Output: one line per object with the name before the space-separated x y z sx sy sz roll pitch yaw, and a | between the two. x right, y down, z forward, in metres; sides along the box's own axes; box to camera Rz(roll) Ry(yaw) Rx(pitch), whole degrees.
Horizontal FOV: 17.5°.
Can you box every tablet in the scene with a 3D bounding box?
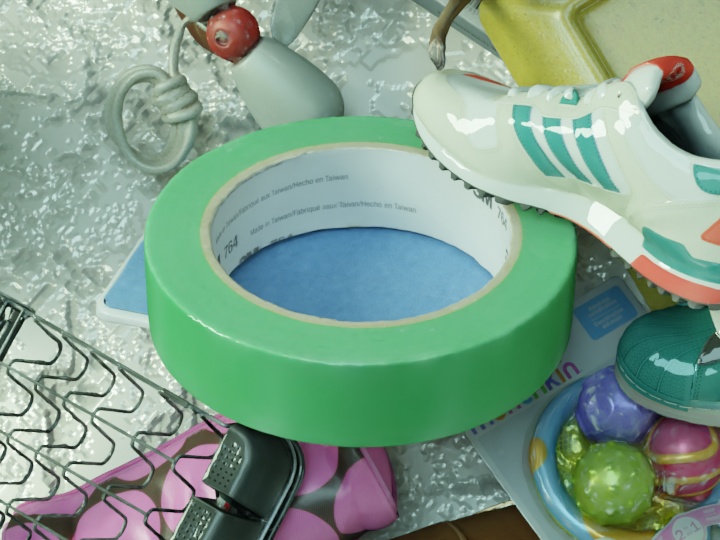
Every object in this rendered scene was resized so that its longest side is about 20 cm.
tablet | -0.014 0.003 1.127 0.199 0.014 0.130 10 38 15

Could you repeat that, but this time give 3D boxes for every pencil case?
pencil case | -0.080 0.116 1.114 0.199 0.091 0.094 -27 88 6

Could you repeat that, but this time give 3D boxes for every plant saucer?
plant saucer | 0.186 -0.096 1.102 0.199 0.048 0.201 -31 85 1

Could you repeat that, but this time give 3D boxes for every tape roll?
tape roll | 0.000 0.000 1.076 0.199 0.048 0.201 0 36 0

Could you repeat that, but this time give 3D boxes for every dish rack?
dish rack | -0.143 0.100 1.065 0.199 0.055 0.154 27 85 21

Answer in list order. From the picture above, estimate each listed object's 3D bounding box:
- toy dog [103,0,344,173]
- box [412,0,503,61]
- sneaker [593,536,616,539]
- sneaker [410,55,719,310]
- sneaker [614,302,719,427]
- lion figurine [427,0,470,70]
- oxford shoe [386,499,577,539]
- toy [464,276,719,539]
toy dog | -0.077 -0.157 1.178 0.131 0.096 0.201 -9 109 22
box | 0.097 -0.211 1.181 0.156 0.041 0.201 35 86 19
sneaker | 0.069 0.207 1.039 0.085 0.075 0.200 47 122 2
sneaker | 0.112 -0.064 1.047 0.199 0.070 0.094 32 124 31
sneaker | 0.213 0.017 1.055 0.198 0.080 0.072 -6 39 -2
lion figurine | 0.004 -0.187 1.136 0.072 0.122 0.201 -35 86 27
oxford shoe | 0.036 0.150 1.084 0.199 0.071 0.072 -20 70 -2
toy | 0.137 0.097 1.071 0.115 0.047 0.201 -28 72 -22
